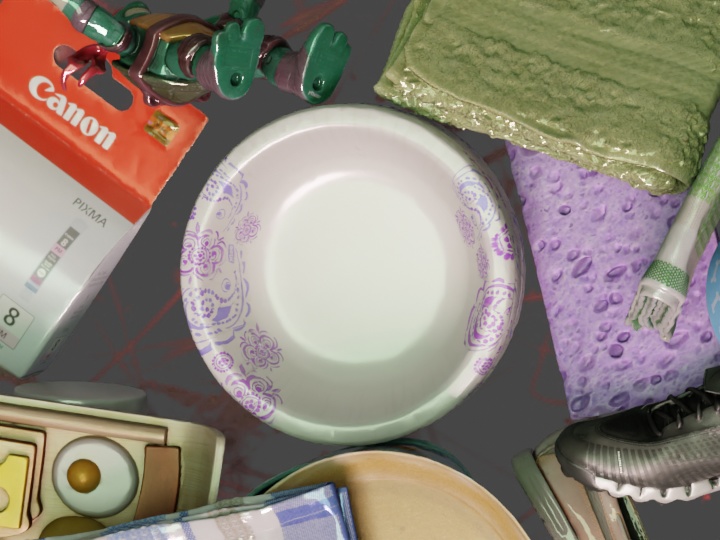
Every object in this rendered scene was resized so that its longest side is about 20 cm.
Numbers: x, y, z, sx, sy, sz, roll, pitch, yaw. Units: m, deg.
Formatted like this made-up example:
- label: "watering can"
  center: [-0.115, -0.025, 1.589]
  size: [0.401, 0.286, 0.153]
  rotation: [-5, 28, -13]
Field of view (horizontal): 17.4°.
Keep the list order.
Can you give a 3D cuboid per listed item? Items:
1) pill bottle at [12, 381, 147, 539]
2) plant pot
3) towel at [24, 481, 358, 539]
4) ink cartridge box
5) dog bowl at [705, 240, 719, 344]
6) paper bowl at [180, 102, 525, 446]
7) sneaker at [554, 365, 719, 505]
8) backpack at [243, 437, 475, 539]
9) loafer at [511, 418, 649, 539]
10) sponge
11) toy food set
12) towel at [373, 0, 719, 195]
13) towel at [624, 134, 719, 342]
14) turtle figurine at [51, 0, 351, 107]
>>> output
- label: "pill bottle"
  center: [-0.178, 0.172, 1.461]
  size: [0.112, 0.112, 0.200]
  rotation: [4, 95, 12]
- label: "plant pot"
  center: [0.014, 0.199, 1.312]
  size: [0.200, 0.027, 0.200]
  rotation: [0, 90, 14]
- label: "towel"
  center: [-0.088, 0.204, 1.314]
  size: [0.200, 0.024, 0.147]
  rotation: [-13, 88, 14]
- label: "ink cartridge box"
  center: [-0.218, -0.058, 1.488]
  size: [0.162, 0.057, 0.200]
  rotation: [36, 105, 8]
- label: "dog bowl"
  center: [0.262, -0.020, 1.335]
  size: [0.111, 0.050, 0.200]
  rotation: [40, 62, -20]
- label: "paper bowl"
  center: [0.000, 0.000, 1.415]
  size: [0.200, 0.104, 0.201]
  rotation: [1, 93, 13]
- label: "sneaker"
  center: [0.213, 0.085, 1.372]
  size: [0.200, 0.066, 0.091]
  rotation: [0, 120, -1]
- label: "backpack"
  center: [0.014, 0.199, 1.400]
  size: [0.176, 0.153, 0.200]
  rotation: [-22, 92, 19]
- label: "loafer"
  center: [0.167, 0.182, 1.413]
  size: [0.063, 0.072, 0.200]
  rotation: [-33, 84, 5]
- label: "sponge"
  center: [0.159, -0.017, 1.418]
  size: [0.111, 0.030, 0.200]
  rotation: [-13, 91, 12]
- label: "toy food set"
  center: [-0.185, 0.151, 1.373]
  size: [0.200, 0.060, 0.144]
  rotation: [8, 95, 4]
- label: "towel"
  center: [0.121, -0.130, 1.382]
  size: [0.200, 0.037, 0.149]
  rotation: [19, 65, 15]
- label: "towel"
  center: [0.209, -0.059, 1.320]
  size: [0.031, 0.149, 0.200]
  rotation: [28, 83, 7]
- label: "turtle figurine"
  center: [-0.106, -0.147, 1.425]
  size: [0.200, 0.150, 0.101]
  rotation: [25, 127, 45]
